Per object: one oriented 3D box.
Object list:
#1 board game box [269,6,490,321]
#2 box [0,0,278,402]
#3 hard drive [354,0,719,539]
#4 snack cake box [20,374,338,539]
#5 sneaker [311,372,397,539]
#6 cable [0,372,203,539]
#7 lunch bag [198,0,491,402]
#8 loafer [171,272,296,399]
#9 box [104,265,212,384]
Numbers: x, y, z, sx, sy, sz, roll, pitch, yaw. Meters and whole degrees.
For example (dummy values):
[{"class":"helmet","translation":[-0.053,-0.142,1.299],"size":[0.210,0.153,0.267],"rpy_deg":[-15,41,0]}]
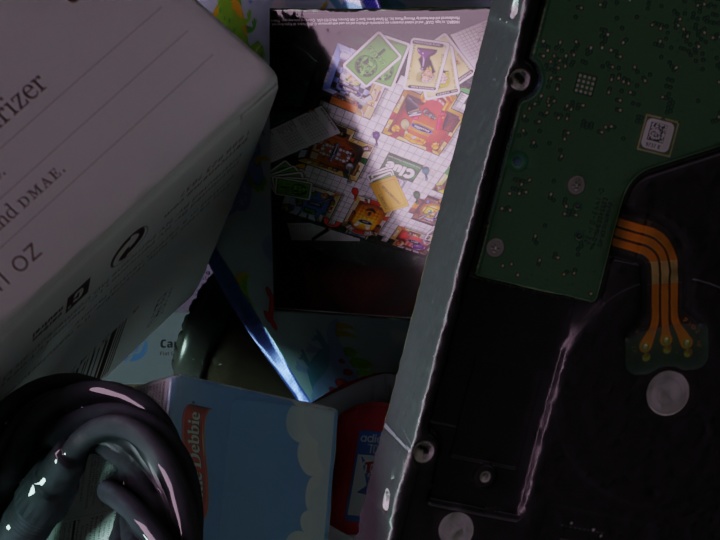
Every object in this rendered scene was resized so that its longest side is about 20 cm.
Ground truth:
[{"class":"board game box","translation":[0.055,-0.033,0.795],"size":[0.199,0.023,0.105],"rpy_deg":[4,95,35]},{"class":"box","translation":[-0.153,-0.008,0.872],"size":[0.199,0.131,0.200],"rpy_deg":[-45,-7,-24]},{"class":"hard drive","translation":[0.088,0.001,0.696],"size":[0.038,0.139,0.201],"rpy_deg":[-139,62,-72]},{"class":"snack cake box","translation":[-0.070,0.144,0.818],"size":[0.115,0.067,0.201],"rpy_deg":[-17,64,54]},{"class":"sneaker","translation":[0.001,0.119,0.841],"size":[0.200,0.071,0.113],"rpy_deg":[-90,12,-52]},{"class":"cable","translation":[-0.086,0.117,0.755],"size":[0.200,0.051,0.164],"rpy_deg":[15,86,62]},{"class":"lunch bag","translation":[0.003,-0.072,0.935],"size":[0.200,0.127,0.170],"rpy_deg":[55,140,11]},{"class":"loafer","translation":[0.000,0.000,1.048],"size":[0.200,0.071,0.073],"rpy_deg":[-47,-17,-39]},{"class":"box","translation":[-0.051,-0.015,1.168],"size":[0.200,0.155,0.041],"rpy_deg":[-105,18,-61]}]
